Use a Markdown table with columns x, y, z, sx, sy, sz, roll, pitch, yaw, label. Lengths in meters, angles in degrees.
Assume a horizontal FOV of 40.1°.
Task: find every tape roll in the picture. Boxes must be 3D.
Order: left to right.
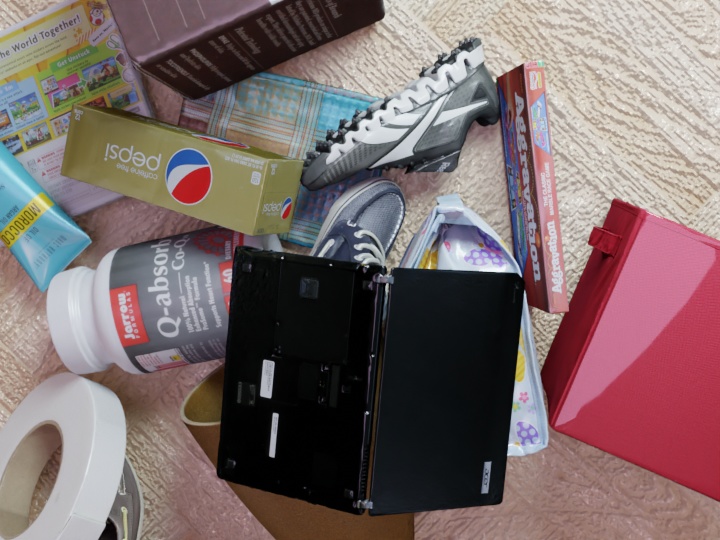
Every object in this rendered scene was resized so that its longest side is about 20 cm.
| x | y | z | sx | sy | sz | roll | pitch | yaw | label |
| --- | --- | --- | --- | --- | --- | --- | --- | --- | --- |
| -0.283 | 0.191 | 0.881 | 0.037 | 0.203 | 0.203 | 32 | 102 | -38 | tape roll |

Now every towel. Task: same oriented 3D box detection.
| x | y | z | sx | sy | sz | roll | pitch | yaw | label |
| --- | --- | --- | --- | --- | --- | --- | --- | --- | --- |
| -0.076 | -0.104 | 0.904 | 0.198 | 0.022 | 0.148 | 14 | 96 | 6 | towel |

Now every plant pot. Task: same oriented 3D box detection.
| x | y | z | sx | sy | sz | roll | pitch | yaw | label |
| --- | --- | --- | --- | --- | --- | --- | --- | --- | --- |
| -0.033 | 0.168 | 0.857 | 0.184 | 0.187 | 0.202 | -21 | 104 | 9 | plant pot |

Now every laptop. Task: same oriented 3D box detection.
| x | y | z | sx | sy | sz | roll | pitch | yaw | label |
| --- | --- | --- | --- | --- | --- | --- | --- | --- | --- |
| 0.006 | 0.080 | 0.737 | 0.198 | 0.103 | 0.180 | 7 | 95 | 25 | laptop |

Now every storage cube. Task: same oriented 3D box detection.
| x | y | z | sx | sy | sz | roll | pitch | yaw | label |
| --- | --- | --- | --- | --- | --- | --- | --- | --- | --- |
| 0.259 | 0.060 | 0.802 | 0.198 | 0.171 | 0.182 | 22 | 99 | 4 | storage cube |

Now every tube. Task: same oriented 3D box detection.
| x | y | z | sx | sy | sz | roll | pitch | yaw | label |
| --- | --- | --- | --- | --- | --- | --- | --- | --- | --- |
| -0.334 | -0.079 | 0.906 | 0.077 | 0.050 | 0.200 | -39 | 93 | 27 | tube |

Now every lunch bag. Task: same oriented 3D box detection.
| x | y | z | sx | sy | sz | roll | pitch | yaw | label |
| --- | --- | --- | --- | --- | --- | --- | --- | --- | --- |
| 0.080 | 0.041 | 0.823 | 0.125 | 0.170 | 0.203 | -7 | 96 | 3 | lunch bag |

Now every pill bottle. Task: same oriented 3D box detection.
| x | y | z | sx | sy | sz | roll | pitch | yaw | label |
| --- | --- | --- | --- | --- | --- | --- | --- | --- | --- |
| -0.167 | 0.028 | 0.880 | 0.198 | 0.116 | 0.117 | -12 | 94 | 8 | pill bottle |

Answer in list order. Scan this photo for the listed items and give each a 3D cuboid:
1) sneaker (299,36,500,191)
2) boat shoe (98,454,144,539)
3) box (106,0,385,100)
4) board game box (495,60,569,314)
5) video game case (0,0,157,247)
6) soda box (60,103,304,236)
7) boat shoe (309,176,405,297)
| x | y | z | sx | sy | sz | roll | pitch | yaw | label |
| --- | --- | --- | --- | --- | --- | --- | --- | --- | --- |
| 0.042 | -0.113 | 0.851 | 0.199 | 0.066 | 0.091 | -35 | 104 | -9 | sneaker |
| -0.237 | 0.236 | 0.886 | 0.071 | 0.060 | 0.202 | -10 | 55 | 0 | boat shoe |
| -0.103 | -0.264 | 0.810 | 0.198 | 0.164 | 0.168 | -23 | 87 | 6 | box |
| 0.144 | -0.069 | 0.837 | 0.019 | 0.103 | 0.203 | -7 | 94 | -6 | board game box |
| -0.290 | -0.140 | 0.920 | 0.198 | 0.023 | 0.184 | -20 | 93 | 14 | video game case |
| -0.153 | -0.087 | 0.832 | 0.198 | 0.068 | 0.065 | 17 | 101 | 21 | soda box |
| 0.000 | 0.000 | 0.821 | 0.075 | 0.092 | 0.201 | 50 | 61 | -31 | boat shoe |
